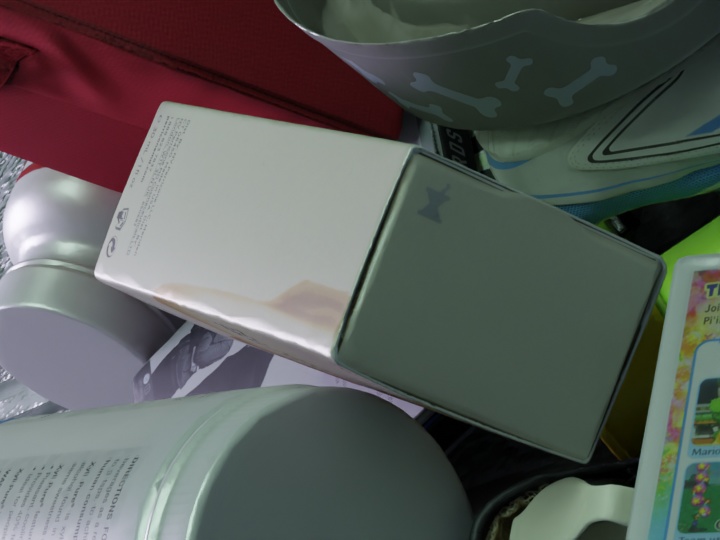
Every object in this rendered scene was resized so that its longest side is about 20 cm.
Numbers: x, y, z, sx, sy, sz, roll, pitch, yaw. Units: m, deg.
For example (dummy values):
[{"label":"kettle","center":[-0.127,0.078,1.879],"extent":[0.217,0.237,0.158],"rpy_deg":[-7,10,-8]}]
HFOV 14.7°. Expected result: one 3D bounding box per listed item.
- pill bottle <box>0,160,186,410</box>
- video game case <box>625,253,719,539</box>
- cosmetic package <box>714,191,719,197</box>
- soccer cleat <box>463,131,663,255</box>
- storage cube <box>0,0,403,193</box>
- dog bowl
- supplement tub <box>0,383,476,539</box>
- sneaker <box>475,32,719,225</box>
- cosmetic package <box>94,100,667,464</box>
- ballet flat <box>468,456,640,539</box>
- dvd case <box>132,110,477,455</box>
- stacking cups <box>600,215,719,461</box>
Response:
[{"label":"pill bottle","center":[-0.089,-0.040,1.228],"extent":[0.112,0.112,0.201],"rpy_deg":[-13,45,47]},{"label":"video game case","center":[0.171,0.063,0.762],"extent":[0.199,0.024,0.183],"rpy_deg":[-4,47,23]},{"label":"cosmetic package","center":[0.204,-0.096,0.952],"extent":[0.200,0.051,0.083],"rpy_deg":[-32,38,30]},{"label":"soccer cleat","center":[0.053,-0.024,1.064],"extent":[0.081,0.067,0.200],"rpy_deg":[-44,32,12]},{"label":"storage cube","center":[-0.085,-0.137,1.080],"extent":[0.171,0.179,0.201],"rpy_deg":[-17,59,59]},{"label":"dog bowl","center":[0.066,-0.130,0.932],"extent":[0.199,0.059,0.201],"rpy_deg":[-24,38,20]},{"label":"supplement tub","center":[-0.069,0.110,0.955],"extent":[0.199,0.132,0.132],"rpy_deg":[-9,48,50]},{"label":"sneaker","center":[0.136,-0.068,0.917],"extent":[0.199,0.073,0.072],"rpy_deg":[-23,42,20]},{"label":"cosmetic package","center":[0.000,0.000,0.923],"extent":[0.200,0.105,0.071],"rpy_deg":[15,83,64]},{"label":"ballet flat","center":[0.108,0.081,0.853],"extent":[0.199,0.073,0.073],"rpy_deg":[-11,46,48]},{"label":"dvd case","center":[-0.019,0.041,1.059],"extent":[0.200,0.025,0.151],"rpy_deg":[-45,37,32]},{"label":"stacking cups","center":[0.151,-0.017,0.911],"extent":[0.200,0.061,0.061],"rpy_deg":[-38,30,10]}]
